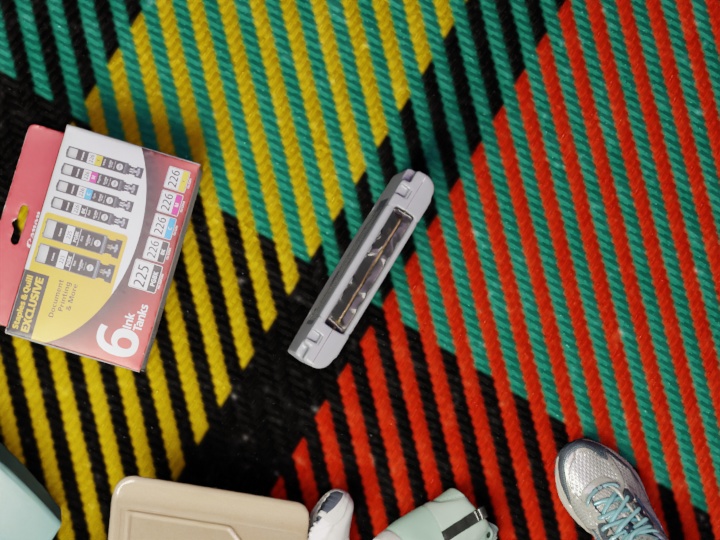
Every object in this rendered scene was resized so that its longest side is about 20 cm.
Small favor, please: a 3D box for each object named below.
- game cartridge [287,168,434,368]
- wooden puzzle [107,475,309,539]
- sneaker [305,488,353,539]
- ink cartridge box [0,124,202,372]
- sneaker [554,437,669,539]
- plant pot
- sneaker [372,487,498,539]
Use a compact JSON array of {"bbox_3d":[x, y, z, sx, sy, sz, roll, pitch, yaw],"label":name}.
[{"bbox_3d":[0.000,0.000,1.670,0.041,0.133,0.201,31,86,-1],"label":"game cartridge"},{"bbox_3d":[-0.137,0.292,1.582,0.184,0.037,0.201,11,64,-18],"label":"wooden puzzle"},{"bbox_3d":[-0.007,0.313,1.681,0.129,0.079,0.201,17,86,-4],"label":"sneaker"},{"bbox_3d":[-0.258,-0.025,1.679,0.174,0.084,0.201,16,87,-3],"label":"ink cartridge box"},{"bbox_3d":[0.258,0.244,1.698,0.077,0.086,0.201,-34,90,-6],"label":"sneaker"},{"bbox_3d":[-0.377,0.205,1.636,0.199,0.141,0.142,34,85,-9],"label":"plant pot"},{"bbox_3d":[0.105,0.304,1.694,0.118,0.074,0.201,-34,104,-26],"label":"sneaker"}]
